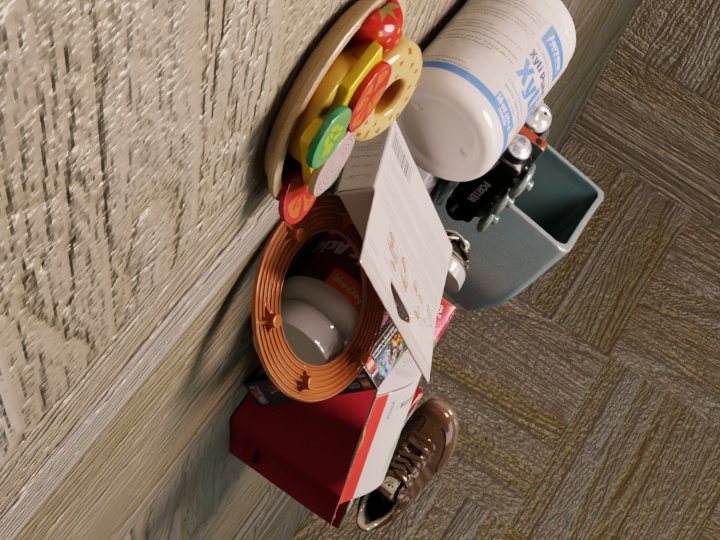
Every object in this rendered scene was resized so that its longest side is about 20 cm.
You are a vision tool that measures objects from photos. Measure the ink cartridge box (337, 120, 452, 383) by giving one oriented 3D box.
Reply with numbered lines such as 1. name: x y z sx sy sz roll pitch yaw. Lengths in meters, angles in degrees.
1. ink cartridge box: 0.031 -0.016 1.148 0.200 0.044 0.177 61 34 -45

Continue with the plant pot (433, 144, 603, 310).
1. plant pot: 0.175 -0.065 1.594 0.200 0.196 0.196 -51 177 38

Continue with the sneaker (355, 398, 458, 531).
1. sneaker: 0.057 0.250 1.458 0.201 0.070 0.076 -63 169 29

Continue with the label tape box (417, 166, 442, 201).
1. label tape box: 0.086 -0.157 1.372 0.201 0.066 0.143 -58 172 18

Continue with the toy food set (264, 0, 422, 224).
1. toy food set: -0.013 -0.132 0.951 0.199 0.048 0.200 -55 172 -15

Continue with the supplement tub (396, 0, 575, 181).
1. supplement tub: 0.126 -0.200 1.220 0.200 0.131 0.132 -52 170 -32

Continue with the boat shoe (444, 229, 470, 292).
1. boat shoe: 0.094 -0.018 1.390 0.064 0.070 0.200 -54 -177 -4

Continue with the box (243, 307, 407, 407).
1. box: -0.026 0.089 1.349 0.199 0.038 0.137 -14 -154 44

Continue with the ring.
1. ring: -0.032 0.028 1.134 0.200 0.019 0.202 -9 102 -52

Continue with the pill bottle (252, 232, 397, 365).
1. pill bottle: -0.022 0.027 1.257 0.200 0.114 0.115 -51 170 -39

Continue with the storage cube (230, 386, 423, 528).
1. storage cube: -0.045 0.195 1.518 0.200 0.179 0.171 -52 170 -23

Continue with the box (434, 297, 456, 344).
1. box: 0.052 0.079 1.534 0.100 0.095 0.200 -55 174 -11

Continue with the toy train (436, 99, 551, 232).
1. toy train: 0.155 -0.125 1.353 0.114 0.085 0.200 -61 -176 -24

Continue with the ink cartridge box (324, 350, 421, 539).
1. ink cartridge box: 0.021 0.187 1.305 0.200 0.050 0.162 -70 178 -59
